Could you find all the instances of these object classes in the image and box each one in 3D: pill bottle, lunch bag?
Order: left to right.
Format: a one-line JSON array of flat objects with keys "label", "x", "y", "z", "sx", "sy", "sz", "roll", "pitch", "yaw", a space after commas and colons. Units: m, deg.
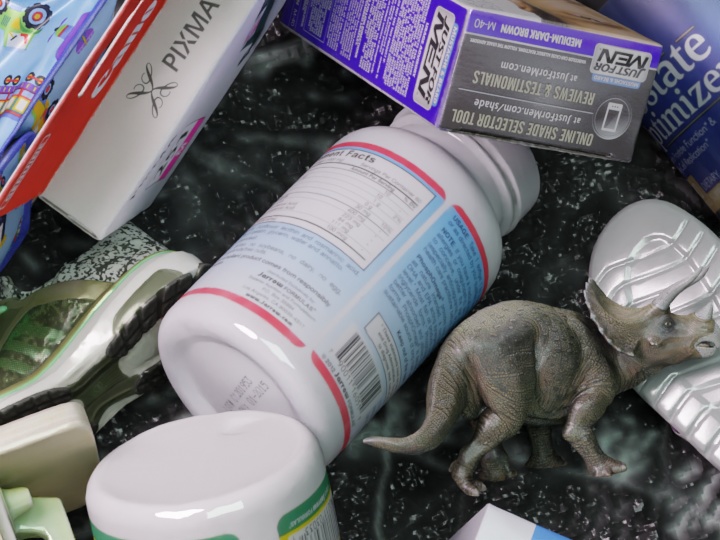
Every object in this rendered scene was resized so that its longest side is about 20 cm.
[{"label": "lunch bag", "x": -0.196, "y": -0.047, "z": 1.324, "sx": 0.094, "sy": 0.151, "sz": 0.201, "roll": 21, "pitch": 69, "yaw": -3}, {"label": "pill bottle", "x": -0.056, "y": 0.177, "z": 1.289, "sx": 0.112, "sy": 0.113, "sz": 0.201, "roll": -16, "pitch": 110, "yaw": -12}, {"label": "pill bottle", "x": 0.000, "y": 0.000, "z": 1.364, "sx": 0.109, "sy": 0.109, "sz": 0.200, "roll": 43, "pitch": 60, "yaw": 3}, {"label": "pill bottle", "x": 0.174, "y": -0.129, "z": 1.431, "sx": 0.112, "sy": 0.112, "sz": 0.200, "roll": -38, "pitch": 84, "yaw": -15}]

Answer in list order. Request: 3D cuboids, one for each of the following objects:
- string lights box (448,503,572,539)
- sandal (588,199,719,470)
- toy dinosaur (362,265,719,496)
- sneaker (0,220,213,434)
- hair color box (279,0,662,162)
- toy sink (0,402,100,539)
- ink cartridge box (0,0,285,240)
[{"label": "string lights box", "x": 0.133, "y": 0.188, "z": 1.352, "sx": 0.199, "sy": 0.103, "sz": 0.059, "roll": 23, "pitch": 73, "yaw": -3}, {"label": "sandal", "x": 0.185, "y": 0.055, "z": 1.421, "sx": 0.082, "sy": 0.050, "sz": 0.203, "roll": -35, "pitch": 68, "yaw": 5}, {"label": "toy dinosaur", "x": 0.080, "y": 0.054, "z": 1.370, "sx": 0.199, "sy": 0.077, "sz": 0.103, "roll": -5, "pitch": 95, "yaw": -23}, {"label": "sneaker", "x": -0.164, "y": 0.046, "z": 1.373, "sx": 0.200, "sy": 0.077, "sz": 0.089, "roll": -36, "pitch": 53, "yaw": -14}, {"label": "hair color box", "x": 0.050, "y": -0.116, "z": 1.350, "sx": 0.109, "sy": 0.200, "sz": 0.065, "roll": 8, "pitch": 107, "yaw": -27}, {"label": "toy sink", "x": -0.200, "y": 0.162, "z": 1.280, "sx": 0.199, "sy": 0.130, "sz": 0.113, "roll": -20, "pitch": 72, "yaw": -9}, {"label": "ink cartridge box", "x": -0.087, "y": -0.104, "z": 1.310, "sx": 0.043, "sy": 0.174, "sz": 0.200, "roll": 35, "pitch": 105, "yaw": 1}]
